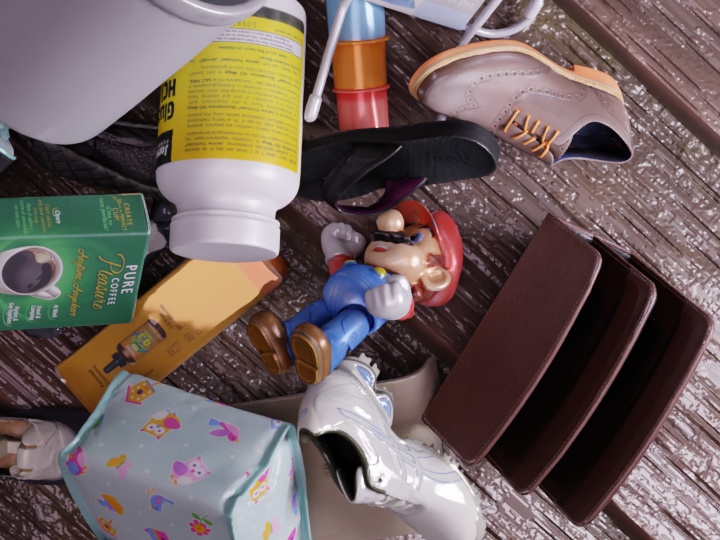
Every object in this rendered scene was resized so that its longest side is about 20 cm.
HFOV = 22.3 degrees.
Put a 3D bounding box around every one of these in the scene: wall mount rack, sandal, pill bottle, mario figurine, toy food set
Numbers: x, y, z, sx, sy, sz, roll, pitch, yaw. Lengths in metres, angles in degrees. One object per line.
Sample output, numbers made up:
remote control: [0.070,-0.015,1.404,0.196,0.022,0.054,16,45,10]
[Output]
wall mount rack: [0.044,-0.184,1.414,0.200,0.075,0.174,14,134,-28]
sandal: [0.015,-0.076,1.428,0.200,0.048,0.075,-9,144,39]
pill bottle: [-0.101,-0.111,1.416,0.112,0.112,0.201,2,79,3]
mario figurine: [0.000,0.000,1.437,0.123,0.200,0.106,40,142,18]
toy food set: [-0.023,0.153,1.530,0.199,0.060,0.144,-9,112,6]

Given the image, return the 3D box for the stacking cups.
stacking cups: [-0.003,-0.206,1.456,0.060,0.061,0.201,-3,106,4]

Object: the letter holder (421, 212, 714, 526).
letter holder: [0.166,0.083,1.440,0.100,0.142,0.200,22,105,-38]

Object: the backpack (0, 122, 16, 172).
backpack: [-0.347,-0.152,1.421,0.153,0.176,0.200,-43,99,-3]

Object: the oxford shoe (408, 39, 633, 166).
oxford shoe: [0.130,-0.125,1.403,0.200,0.073,0.071,5,138,-29]

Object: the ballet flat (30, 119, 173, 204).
ballet flat: [-0.167,-0.089,1.475,0.199,0.057,0.067,5,86,-6]

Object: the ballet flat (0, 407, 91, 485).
ballet flat: [-0.297,0.150,1.532,0.199,0.073,0.073,5,102,2]

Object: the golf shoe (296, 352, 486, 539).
golf shoe: [0.017,0.166,1.441,0.078,0.097,0.200,-30,108,39]

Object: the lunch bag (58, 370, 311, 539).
lunch bag: [-0.132,0.197,1.468,0.170,0.122,0.200,17,141,23]

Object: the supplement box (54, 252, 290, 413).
supplement box: [-0.154,0.039,1.504,0.200,0.069,0.067,-39,96,8]

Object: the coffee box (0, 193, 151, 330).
coffee box: [-0.267,-0.004,1.398,0.199,0.044,0.123,-3,143,-17]

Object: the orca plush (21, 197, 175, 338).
orca plush: [-0.249,-0.013,1.498,0.200,0.071,0.105,-32,106,-12]

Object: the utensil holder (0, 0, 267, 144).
utensil holder: [-0.186,-0.206,1.322,0.200,0.170,0.170,-34,99,37]
